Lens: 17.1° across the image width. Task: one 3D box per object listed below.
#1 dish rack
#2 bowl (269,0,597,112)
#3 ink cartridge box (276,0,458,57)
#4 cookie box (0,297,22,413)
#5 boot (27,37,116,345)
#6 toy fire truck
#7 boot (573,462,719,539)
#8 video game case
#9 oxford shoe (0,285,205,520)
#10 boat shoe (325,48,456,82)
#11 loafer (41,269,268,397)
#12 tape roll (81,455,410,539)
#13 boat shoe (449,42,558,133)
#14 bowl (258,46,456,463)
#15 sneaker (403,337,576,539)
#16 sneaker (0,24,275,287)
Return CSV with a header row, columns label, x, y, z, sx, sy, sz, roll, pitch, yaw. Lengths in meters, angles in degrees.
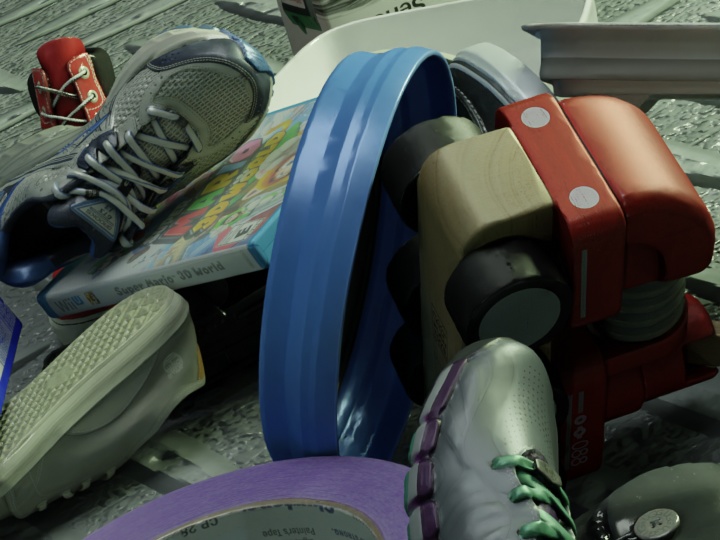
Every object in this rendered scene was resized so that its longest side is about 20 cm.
label,x,y,z,sx,sy,sz,roll,pitch,yaw
dish rack,0.177,-0.091,1.098,0.198,0.044,0.172,2,4,9
bowl,0.040,-0.089,1.386,0.199,0.075,0.200,-9,25,25
ink cartridge box,0.014,-0.217,1.536,0.145,0.201,0.084,-27,27,-17
cookie box,-0.258,0.087,1.161,0.171,0.075,0.200,-35,19,12
boot,-0.159,-0.051,1.365,0.072,0.145,0.200,-15,24,4
toy fire truck,0.124,0.013,0.987,0.199,0.177,0.129,-17,49,-12
boot,0.154,0.126,0.839,0.164,0.066,0.200,-18,18,-2
video game case,-0.070,-0.038,1.235,0.199,0.018,0.143,-13,31,51
oxford shoe,-0.153,0.089,1.164,0.200,0.058,0.075,-40,25,-10
boat shoe,0.056,-0.057,1.228,0.199,0.075,0.066,30,26,20
loafer,-0.074,0.018,1.236,0.199,0.071,0.068,-19,22,1
tape roll,-0.046,0.152,0.923,0.199,0.066,0.200,-16,24,7
boat shoe,0.079,-0.026,1.127,0.071,0.072,0.201,-26,56,-7
bowl,0.000,0.000,1.055,0.039,0.202,0.201,10,30,13
sneaker,0.063,0.111,0.831,0.087,0.074,0.201,-20,52,42
sneaker,-0.121,-0.049,1.235,0.200,0.077,0.085,-34,27,33
